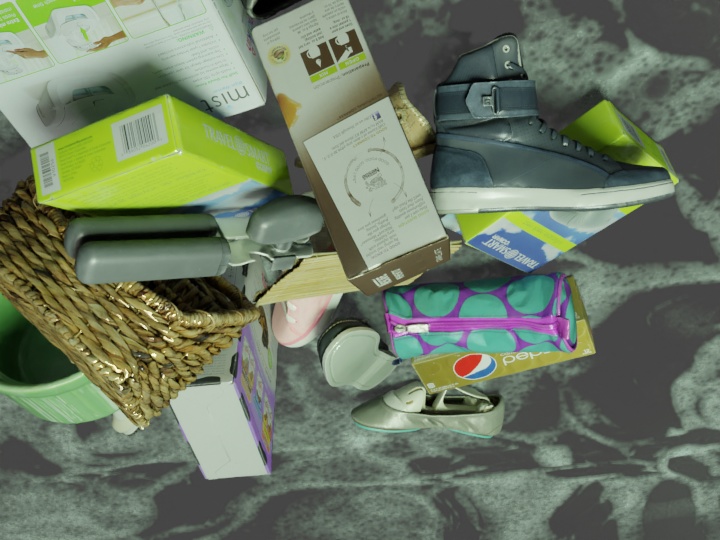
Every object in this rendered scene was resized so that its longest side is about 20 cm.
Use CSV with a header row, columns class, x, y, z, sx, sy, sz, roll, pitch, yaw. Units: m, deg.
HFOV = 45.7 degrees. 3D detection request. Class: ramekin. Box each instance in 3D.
class,x,y,z,sx,sy,sz,roll,pitch,yaw
ramekin,-0.279,0.049,0.833,0.198,0.202,0.098,-7,145,6

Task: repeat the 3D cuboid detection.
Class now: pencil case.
class,x,y,z,sx,sy,sz,roll,pitch,yaw
pencil case,0.124,0.050,0.895,0.198,0.092,0.086,-5,100,21

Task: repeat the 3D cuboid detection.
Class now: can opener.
class,x,y,z,sx,sy,sz,roll,pitch,yaw
can opener,-0.117,-0.033,0.645,0.198,0.053,0.067,-4,135,-37

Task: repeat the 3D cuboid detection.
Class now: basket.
class,x,y,z,sx,sy,sz,roll,pitch,yaw
basket,-0.201,0.000,0.702,0.200,0.149,0.143,39,158,16

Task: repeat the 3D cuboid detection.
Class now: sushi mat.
class,x,y,z,sx,sy,sz,roll,pitch,yaw
sushi mat,0.000,0.000,0.797,0.199,0.012,0.095,-6,160,-41

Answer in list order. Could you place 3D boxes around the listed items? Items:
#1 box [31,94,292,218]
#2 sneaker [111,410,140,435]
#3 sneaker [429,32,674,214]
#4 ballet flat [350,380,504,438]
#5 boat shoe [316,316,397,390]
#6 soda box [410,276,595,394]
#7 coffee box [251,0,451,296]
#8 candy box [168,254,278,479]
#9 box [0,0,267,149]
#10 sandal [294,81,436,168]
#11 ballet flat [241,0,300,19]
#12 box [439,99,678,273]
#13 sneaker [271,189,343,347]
class,x,y,z,sx,sy,sz,roll,pitch,yaw
box,-0.140,-0.072,0.670,0.121,0.048,0.200,-16,169,18
sneaker,-0.272,0.116,1.008,0.093,0.071,0.200,31,132,-8
sneaker,0.156,-0.119,0.697,0.200,0.148,0.077,0,-179,3
ballet flat,0.087,0.169,1.082,0.198,0.067,0.064,7,109,-10
boat shoe,-0.014,0.084,0.921,0.076,0.060,0.200,-42,159,-4
soda box,0.158,0.075,0.970,0.198,0.064,0.068,-17,136,15
coffee box,-0.004,-0.092,0.658,0.079,0.202,0.114,-23,170,5
candy box,-0.133,0.078,0.860,0.071,0.201,0.169,-5,138,4
box,-0.192,-0.189,0.648,0.198,0.097,0.177,-15,136,13
sandal,0.044,-0.132,0.758,0.209,0.078,0.070,-3,105,-10
ballet flat,0.002,-0.234,0.630,0.198,0.057,0.066,-16,153,17
box,0.184,-0.067,0.814,0.199,0.048,0.121,-35,144,30
sneaker,-0.061,-0.005,0.855,0.104,0.076,0.201,12,130,-37
